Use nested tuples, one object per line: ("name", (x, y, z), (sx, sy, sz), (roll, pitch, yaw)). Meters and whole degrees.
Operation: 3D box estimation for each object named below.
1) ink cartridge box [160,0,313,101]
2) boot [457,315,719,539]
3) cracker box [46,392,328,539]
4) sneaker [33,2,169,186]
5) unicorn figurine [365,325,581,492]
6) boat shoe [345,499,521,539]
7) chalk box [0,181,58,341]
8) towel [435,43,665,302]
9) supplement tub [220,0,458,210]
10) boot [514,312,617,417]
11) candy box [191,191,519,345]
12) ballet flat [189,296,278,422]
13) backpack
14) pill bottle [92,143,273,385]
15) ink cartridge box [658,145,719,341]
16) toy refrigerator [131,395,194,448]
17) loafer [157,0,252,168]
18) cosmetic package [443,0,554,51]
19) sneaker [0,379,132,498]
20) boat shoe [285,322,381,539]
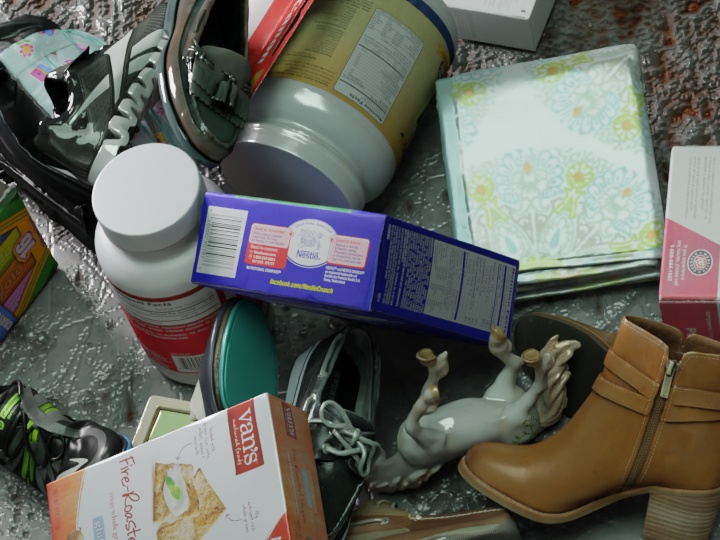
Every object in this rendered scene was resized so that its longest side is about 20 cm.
("ink cartridge box", (-0.096, -0.201, 1.800), (0.050, 0.200, 0.161), (34, 77, -13))
("boot", (0.176, 0.106, 1.587), (0.199, 0.156, 0.074), (11, 20, 9))
("cracker box", (-0.122, 0.185, 1.542), (0.199, 0.058, 0.135), (-24, 60, 23))
("sneaker", (-0.201, -0.153, 1.745), (0.090, 0.067, 0.201), (22, 52, -2))
("unicorn figurine", (0.066, 0.111, 1.641), (0.199, 0.138, 0.074), (-2, 45, -5))
("boat shoe", (0.017, 0.201, 1.613), (0.199, 0.076, 0.072), (-13, 53, 3))
("chalk box", (-0.366, 0.017, 1.796), (0.124, 0.124, 0.200), (25, 67, 26))
("towel", (0.152, -0.075, 1.755), (0.170, 0.048, 0.201), (-8, 71, 6))
("supplement tub", (-0.019, -0.144, 1.806), (0.144, 0.145, 0.201), (16, 62, 23))
("boot", (0.209, 0.080, 1.666), (0.199, 0.074, 0.075), (25, 37, 30))
("candy box", (0.000, 0.000, 1.651), (0.168, 0.200, 0.077), (9, 85, 34))
("ballet flat", (-0.095, 0.121, 1.622), (0.073, 0.073, 0.201), (-12, 71, 5))
("backpack", (-0.231, -0.111, 1.833), (0.126, 0.167, 0.200), (-37, 63, -19))
("pill bottle", (-0.141, -0.006, 1.709), (0.112, 0.200, 0.113), (-6, 55, 9))
("ink cartridge box", (0.334, -0.015, 1.674), (0.199, 0.083, 0.147), (1, 57, 14))
("toy refrigerator", (-0.151, 0.198, 1.655), (0.076, 0.070, 0.201), (9, 59, 19))
("loafer", (-0.114, -0.164, 1.696), (0.063, 0.072, 0.201), (-35, 37, 23))
("cosmetic package", (0.144, -0.288, 1.921), (0.082, 0.051, 0.201), (11, 61, 22))
("sneaker", (-0.250, 0.132, 1.688), (0.199, 0.083, 0.071), (18, 75, 45))
("boat shoe", (-0.019, 0.125, 1.590), (0.068, 0.073, 0.200), (-40, 25, 42))
